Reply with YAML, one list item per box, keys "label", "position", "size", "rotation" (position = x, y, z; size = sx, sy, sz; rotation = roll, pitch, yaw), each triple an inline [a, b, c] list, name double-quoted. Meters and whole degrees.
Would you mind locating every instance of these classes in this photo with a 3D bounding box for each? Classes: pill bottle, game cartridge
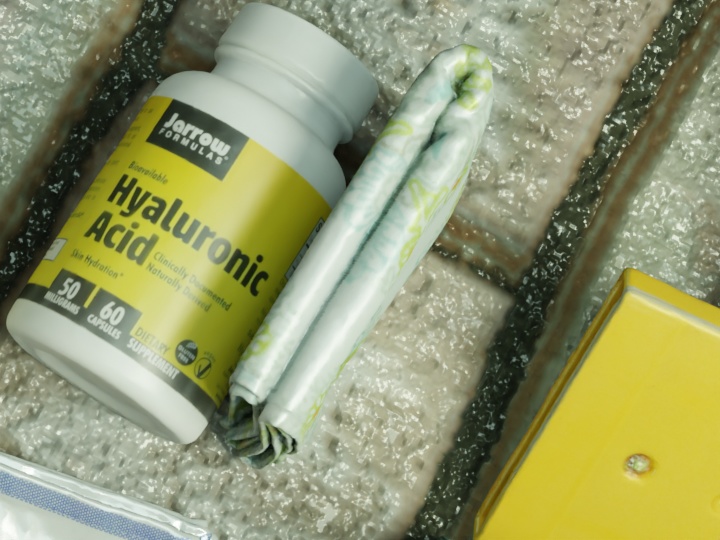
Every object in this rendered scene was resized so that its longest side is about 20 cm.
- label: "pill bottle"
  position: [-0.076, -0.026, 1.090]
  size: [0.111, 0.111, 0.201]
  rotation: [33, 77, -5]
- label: "game cartridge"
  position: [0.181, 0.108, 1.111]
  size: [0.199, 0.033, 0.177]
  rotation: [24, 122, -8]

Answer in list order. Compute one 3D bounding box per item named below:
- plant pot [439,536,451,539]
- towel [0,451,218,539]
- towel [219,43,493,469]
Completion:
- label: "plant pot"
  position: [0.068, 0.255, 1.070]
  size: [0.141, 0.141, 0.201]
  rotation: [27, 85, -6]
- label: "towel"
  position: [-0.170, 0.194, 1.088]
  size: [0.146, 0.024, 0.201]
  rotation: [22, 80, -7]
- label: "towel"
  position: [0.000, 0.000, 1.071]
  size: [0.048, 0.171, 0.201]
  rotation: [31, 78, 1]
